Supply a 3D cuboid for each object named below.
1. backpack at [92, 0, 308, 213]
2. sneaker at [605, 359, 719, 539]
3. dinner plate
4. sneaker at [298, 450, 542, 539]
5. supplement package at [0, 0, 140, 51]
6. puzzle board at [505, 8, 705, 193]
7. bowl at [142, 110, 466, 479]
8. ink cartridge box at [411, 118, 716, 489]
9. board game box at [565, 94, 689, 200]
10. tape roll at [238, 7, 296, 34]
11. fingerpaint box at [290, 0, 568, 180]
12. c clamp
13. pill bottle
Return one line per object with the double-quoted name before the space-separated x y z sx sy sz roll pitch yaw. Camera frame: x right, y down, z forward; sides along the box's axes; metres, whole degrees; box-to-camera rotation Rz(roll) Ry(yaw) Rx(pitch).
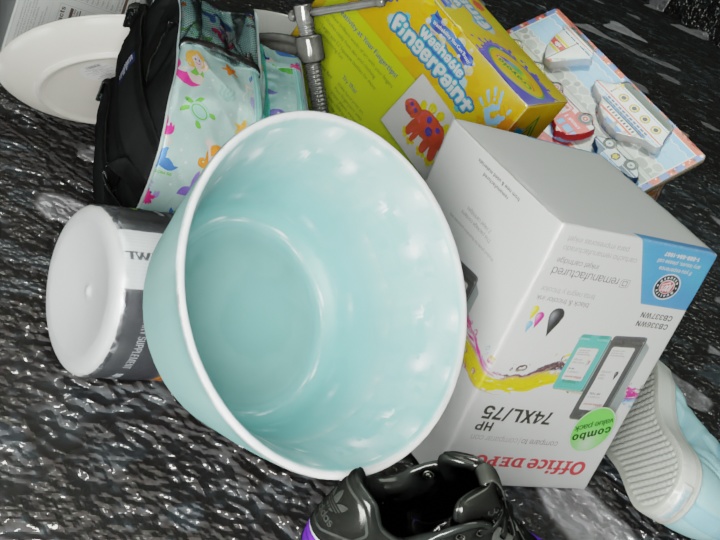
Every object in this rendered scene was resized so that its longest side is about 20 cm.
"backpack" -0.124 -0.089 0.991 0.149 0.178 0.201 19 34 -18
"sneaker" 0.233 0.138 0.996 0.082 0.074 0.200 35 24 -13
"dinner plate" -0.203 -0.158 1.121 0.199 0.200 0.025 8 67 -34
"sneaker" 0.063 0.150 0.730 0.198 0.100 0.070 12 26 -26
"supplement package" -0.283 -0.290 1.318 0.110 0.157 0.200 16 23 -21
"puzzle board" 0.165 -0.130 1.106 0.150 0.017 0.200 -27 61 -19
"bowl" -0.045 0.019 0.769 0.199 0.203 0.105 6 -13 -37
"ink cartridge box" 0.111 0.027 0.930 0.146 0.201 0.146 8 28 -34
"board game box" 0.171 -0.064 1.202 0.159 0.201 0.097 31 23 18
"tape roll" -0.084 -0.202 1.337 0.201 0.037 0.203 10 -12 2
"fingerpaint box" 0.039 -0.145 1.073 0.200 0.167 0.073 51 33 18
"c clamp" -0.050 -0.114 1.068 0.169 0.202 0.027 5 19 30
"pill bottle" -0.092 0.019 0.867 0.199 0.107 0.106 6 28 -38
